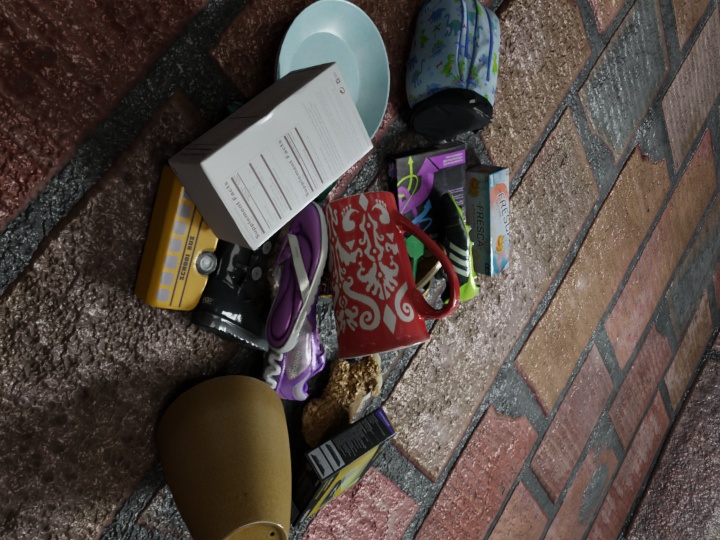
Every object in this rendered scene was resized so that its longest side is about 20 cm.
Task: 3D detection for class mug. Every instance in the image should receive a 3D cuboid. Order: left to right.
[{"bbox_3d":[0.034,0.002,0.791,0.171,0.133,0.207,-11,85,-8],"label":"mug"}]

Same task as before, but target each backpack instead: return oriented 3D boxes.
[{"bbox_3d":[0.147,-0.331,0.903,0.152,0.161,0.205,30,76,-28],"label":"backpack"}]

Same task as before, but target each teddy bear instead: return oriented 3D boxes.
[{"bbox_3d":[-0.030,0.214,0.972,0.201,0.066,0.147,-51,148,-20],"label":"teddy bear"}]

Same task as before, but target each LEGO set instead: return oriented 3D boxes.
[{"bbox_3d":[0.000,0.000,0.917,0.194,0.115,0.160,3,82,-30],"label":"LEGO set"}]

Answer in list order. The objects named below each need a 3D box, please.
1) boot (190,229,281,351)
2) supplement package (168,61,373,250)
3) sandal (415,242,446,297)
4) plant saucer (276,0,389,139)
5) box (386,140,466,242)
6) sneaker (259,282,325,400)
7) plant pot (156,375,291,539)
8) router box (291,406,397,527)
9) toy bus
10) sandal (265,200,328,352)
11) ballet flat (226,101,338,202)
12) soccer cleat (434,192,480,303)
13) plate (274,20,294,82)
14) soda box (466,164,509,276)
[{"bbox_3d":[-0.146,-0.003,0.795,0.165,0.063,0.207,52,50,-65],"label":"boot"},{"bbox_3d":[-0.102,-0.135,0.666,0.199,0.112,0.111,-43,121,-22],"label":"supplement package"},{"bbox_3d":[0.083,0.037,0.978,0.053,0.081,0.203,22,111,-31],"label":"sandal"},{"bbox_3d":[-0.041,-0.260,0.791,0.197,0.038,0.208,-16,114,-38],"label":"plant saucer"},{"bbox_3d":[0.121,-0.109,1.001,0.139,0.036,0.207,-16,116,-21],"label":"box"},{"bbox_3d":[-0.086,0.105,0.841,0.086,0.081,0.206,18,105,-9],"label":"sneaker"},{"bbox_3d":[-0.162,0.276,0.736,0.180,0.201,0.192,-11,122,-18],"label":"plant pot"},{"bbox_3d":[-0.040,0.320,0.930,0.154,0.053,0.202,-23,152,-35],"label":"router box"},{"bbox_3d":[-0.215,-0.059,0.710,0.077,0.064,0.207,11,96,-41],"label":"toy bus"},{"bbox_3d":[-0.091,0.004,0.759,0.049,0.081,0.210,17,81,-49],"label":"sandal"},{"bbox_3d":[-0.109,-0.147,0.780,0.198,0.067,0.072,28,91,-43],"label":"ballet flat"},{"bbox_3d":[0.155,-0.032,0.992,0.078,0.068,0.205,-17,116,-3],"label":"soccer cleat"},{"bbox_3d":[-0.046,-0.271,0.826,0.196,0.025,0.208,-15,113,-38],"label":"plate"},{"bbox_3d":[0.247,-0.098,1.120,0.062,0.067,0.207,-22,116,-35],"label":"soda box"}]
